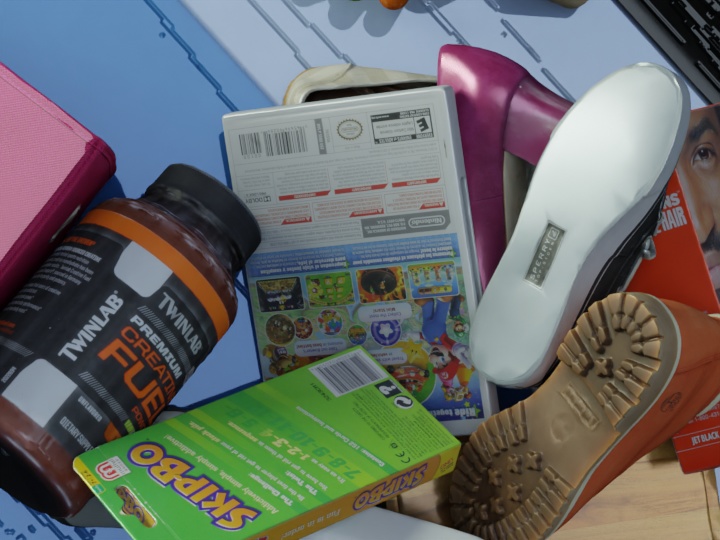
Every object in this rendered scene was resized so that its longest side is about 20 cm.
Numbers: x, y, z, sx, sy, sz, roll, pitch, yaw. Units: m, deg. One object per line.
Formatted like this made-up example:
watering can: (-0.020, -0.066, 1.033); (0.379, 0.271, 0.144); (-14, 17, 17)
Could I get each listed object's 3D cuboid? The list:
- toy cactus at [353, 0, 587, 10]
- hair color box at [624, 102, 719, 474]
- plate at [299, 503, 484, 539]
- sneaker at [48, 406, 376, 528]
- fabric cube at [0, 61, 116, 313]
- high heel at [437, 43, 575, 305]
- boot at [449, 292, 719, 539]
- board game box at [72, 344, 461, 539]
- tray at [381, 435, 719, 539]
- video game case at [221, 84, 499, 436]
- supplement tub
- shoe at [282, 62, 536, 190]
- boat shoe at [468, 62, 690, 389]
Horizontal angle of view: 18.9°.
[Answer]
toy cactus: (0.075, -0.208, 1.277); (0.200, 0.102, 0.165); (-40, 135, 23)
hair color box: (0.209, 0.007, 1.274); (0.064, 0.111, 0.201); (-20, 88, 38)
plate: (-0.042, 0.215, 1.211); (0.199, 0.032, 0.200); (16, 112, 11)
sneaker: (-0.086, 0.128, 1.245); (0.199, 0.074, 0.080); (-4, 46, 5)
fabric cube: (-0.273, -0.042, 1.196); (0.200, 0.196, 0.200); (37, 84, -3)
high heel: (0.057, -0.031, 1.271); (0.096, 0.067, 0.201); (29, 121, 14)
boot: (0.134, 0.092, 1.209); (0.200, 0.107, 0.075); (-50, 58, 31)
board game box: (-0.051, 0.105, 1.174); (0.199, 0.030, 0.096); (-18, 47, -36)
tray: (0.113, 0.137, 1.301); (0.199, 0.037, 0.099); (-8, 88, -4)
video game case: (0.000, 0.000, 1.259); (0.143, 0.018, 0.201); (-5, 98, 23)
supplement tub: (-0.141, 0.033, 1.216); (0.107, 0.107, 0.200); (39, 68, -2)
shoe: (0.051, -0.080, 1.297); (0.199, 0.053, 0.070); (11, 86, -4)
boat shoe: (0.133, -0.021, 1.211); (0.073, 0.068, 0.200); (30, 103, 34)
